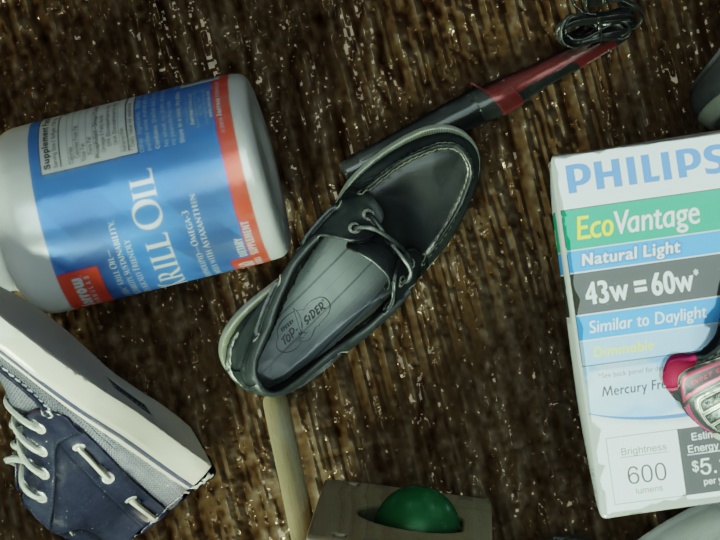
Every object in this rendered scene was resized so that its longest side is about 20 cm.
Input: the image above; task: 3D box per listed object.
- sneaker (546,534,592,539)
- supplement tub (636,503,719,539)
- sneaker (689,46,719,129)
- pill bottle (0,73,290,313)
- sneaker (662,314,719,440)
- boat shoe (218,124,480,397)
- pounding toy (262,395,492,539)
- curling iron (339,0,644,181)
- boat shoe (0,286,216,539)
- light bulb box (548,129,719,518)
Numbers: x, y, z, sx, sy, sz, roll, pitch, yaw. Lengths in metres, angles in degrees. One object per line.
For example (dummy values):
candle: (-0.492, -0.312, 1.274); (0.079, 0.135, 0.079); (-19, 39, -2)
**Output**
sneaker: (0.098, 0.247, 1.428); (0.078, 0.085, 0.200); (19, 74, 3)
supplement tub: (0.232, 0.231, 1.388); (0.122, 0.123, 0.200); (-28, 95, 3)
sneaker: (0.227, -0.183, 1.434); (0.106, 0.075, 0.200); (35, 82, 8)
pill bottle: (-0.149, -0.038, 1.429); (0.200, 0.112, 0.112); (-14, 88, 4)
sneaker: (0.233, 0.000, 1.268); (0.075, 0.081, 0.200); (34, 91, 5)
boat shoe: (-0.002, -0.001, 1.433); (0.199, 0.066, 0.075); (-41, 106, 2)
pounding toy: (-0.002, 0.187, 1.393); (0.142, 0.184, 0.200); (7, 97, 2)
curling iron: (0.075, -0.109, 1.456); (0.200, 0.026, 0.050); (-31, 124, 6)
boat shoe: (-0.177, 0.092, 1.408); (0.093, 0.075, 0.200); (-45, 124, 5)
light bulb box: (0.212, 0.021, 1.370); (0.198, 0.125, 0.200); (-9, 89, 3)
